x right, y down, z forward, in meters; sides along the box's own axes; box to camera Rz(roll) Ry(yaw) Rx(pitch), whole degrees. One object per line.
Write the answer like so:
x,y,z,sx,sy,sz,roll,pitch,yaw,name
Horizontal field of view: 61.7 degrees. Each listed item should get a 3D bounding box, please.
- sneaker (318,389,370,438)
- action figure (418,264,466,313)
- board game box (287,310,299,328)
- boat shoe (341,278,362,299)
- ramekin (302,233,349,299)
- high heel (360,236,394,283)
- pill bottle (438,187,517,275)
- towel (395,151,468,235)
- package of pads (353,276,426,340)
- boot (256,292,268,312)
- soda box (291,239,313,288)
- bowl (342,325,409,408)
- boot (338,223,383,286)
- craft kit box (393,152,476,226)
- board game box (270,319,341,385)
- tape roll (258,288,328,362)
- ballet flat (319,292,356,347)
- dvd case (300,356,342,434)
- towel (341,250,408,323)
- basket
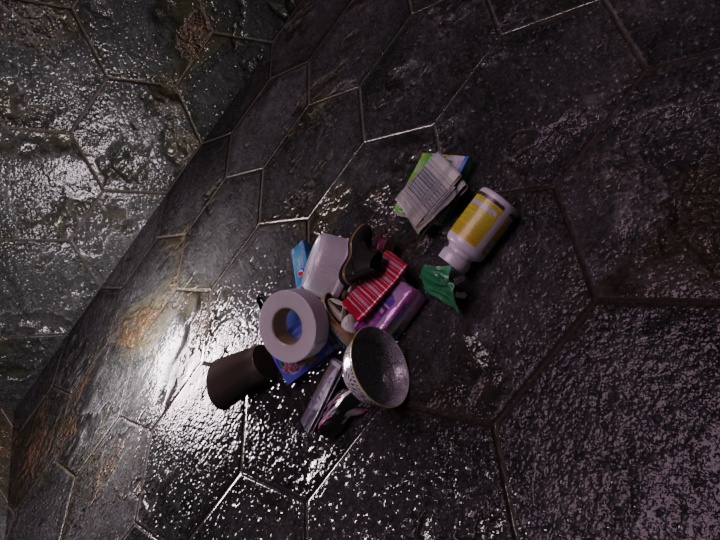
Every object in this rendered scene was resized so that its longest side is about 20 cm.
-0.042,0.338,1.565,0.199,0.080,0.087,-40,29,13,sneaker
0.198,0.027,1.514,0.200,0.054,0.120,-155,57,-67,action figure
-0.200,0.212,1.821,0.158,0.039,0.201,-44,73,24,board game box
0.000,0.000,1.775,0.069,0.071,0.203,9,70,11,boat shoe
-0.099,-0.013,1.792,0.200,0.104,0.203,-161,90,-77,ramekin
0.043,-0.002,1.743,0.202,0.067,0.096,-62,13,-4,high heel
0.282,-0.092,1.474,0.201,0.111,0.111,-53,37,5,pill bottle
0.189,-0.218,1.667,0.193,0.034,0.201,-46,39,15,towel
0.074,0.112,1.593,0.201,0.075,0.121,-53,33,5,package of pads
-0.263,0.152,1.901,0.068,0.130,0.200,-51,37,7,boot
-0.173,-0.004,1.964,0.064,0.068,0.202,-39,40,23,soda box
0.019,0.246,1.460,0.094,0.200,0.203,-29,45,36,bowl
0.026,-0.055,1.672,0.137,0.077,0.202,-21,45,48,boot
0.208,-0.236,1.721,0.196,0.048,0.202,22,81,50,craft kit box
-0.167,0.223,1.754,0.199,0.045,0.136,-37,76,25,board game box
-0.187,0.154,1.694,0.200,0.071,0.206,2,94,29,tape roll
-0.052,0.134,1.683,0.200,0.067,0.073,49,127,35,ballet flat
-0.103,0.333,1.634,0.202,0.016,0.149,-63,11,-7,dvd case
0.036,0.040,1.614,0.200,0.022,0.145,-49,25,2,towel
-0.370,0.324,1.903,0.198,0.136,0.182,-28,40,28,basket
